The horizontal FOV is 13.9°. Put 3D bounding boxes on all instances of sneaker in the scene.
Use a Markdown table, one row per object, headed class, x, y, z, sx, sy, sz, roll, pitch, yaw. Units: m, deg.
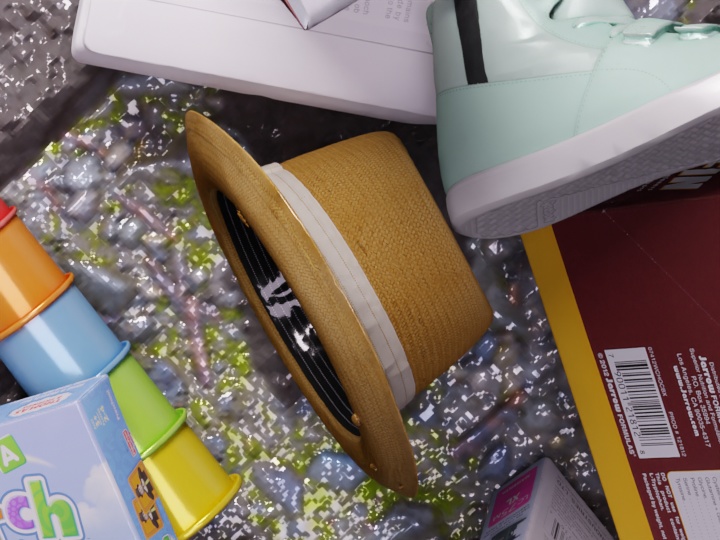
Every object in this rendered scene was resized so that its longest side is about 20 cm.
| class | x | y | z | sx | sy | sz | roll | pitch | yaw |
| --- | --- | --- | --- | --- | --- | --- | --- | --- | --- |
| sneaker | 0.114 | -0.099 | 1.183 | 0.200 | 0.074 | 0.119 | -19 | 72 | 21 |

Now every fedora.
| class | x | y | z | sx | sy | sz | roll | pitch | yaw |
| --- | --- | --- | --- | --- | --- | --- | --- | --- | --- |
| fedora | 0.000 | 0.000 | 1.236 | 0.082 | 0.201 | 0.201 | -29 | 103 | -8 |

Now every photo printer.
| class | x | y | z | sx | sy | sz | roll | pitch | yaw |
| --- | --- | --- | --- | --- | --- | --- | --- | --- | --- |
| photo printer | -0.012 | -0.153 | 1.266 | 0.199 | 0.069 | 0.167 | 9 | 100 | -8 |

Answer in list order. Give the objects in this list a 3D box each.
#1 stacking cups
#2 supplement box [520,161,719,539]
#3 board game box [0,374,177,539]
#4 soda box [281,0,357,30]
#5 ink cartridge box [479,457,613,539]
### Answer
| class | x | y | z | sx | sy | sz | roll | pitch | yaw |
| --- | --- | --- | --- | --- | --- | --- | --- | --- | --- |
| stacking cups | -0.137 | 0.036 | 1.302 | 0.060 | 0.061 | 0.200 | -39 | 99 | 3 |
| supplement box | 0.205 | 0.034 | 1.239 | 0.133 | 0.200 | 0.198 | -30 | 107 | -42 |
| board game box | -0.140 | 0.158 | 1.303 | 0.151 | 0.037 | 0.201 | -17 | 103 | 26 |
| soda box | -0.016 | -0.144 | 1.129 | 0.070 | 0.200 | 0.064 | -32 | 102 | 0 |
| ink cartridge box | 0.092 | 0.176 | 1.276 | 0.042 | 0.200 | 0.119 | -35 | 103 | 20 |
